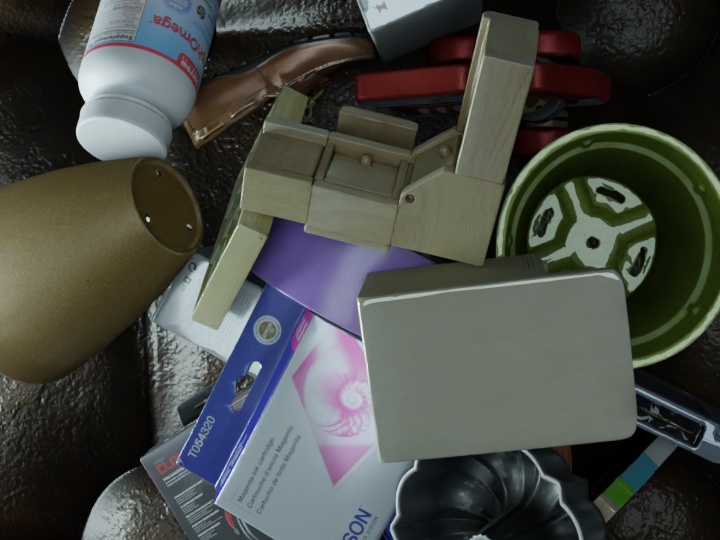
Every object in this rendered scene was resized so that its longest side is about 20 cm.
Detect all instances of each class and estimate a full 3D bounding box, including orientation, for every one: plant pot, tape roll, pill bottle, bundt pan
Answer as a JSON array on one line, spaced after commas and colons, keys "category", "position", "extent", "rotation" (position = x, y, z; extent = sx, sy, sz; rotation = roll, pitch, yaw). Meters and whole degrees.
[{"category": "plant pot", "position": [0.216, -0.024, 1.079], "extent": [0.198, 0.184, 0.203], "rotation": [0, 93, 4]}, {"category": "tape roll", "position": [0.000, 0.000, 1.090], "extent": [0.199, 0.200, 0.086], "rotation": [29, 94, 3]}, {"category": "plant pot", "position": [-0.245, -0.020, 1.083], "extent": [0.199, 0.186, 0.188], "rotation": [-25, 90, 29]}, {"category": "pill bottle", "position": [-0.195, -0.199, 1.106], "extent": [0.107, 0.109, 0.202], "rotation": [7, 64, 4]}, {"category": "bundt pan", "position": [0.123, 0.226, 0.996], "extent": [0.201, 0.075, 0.205], "rotation": [4, 96, 44]}]

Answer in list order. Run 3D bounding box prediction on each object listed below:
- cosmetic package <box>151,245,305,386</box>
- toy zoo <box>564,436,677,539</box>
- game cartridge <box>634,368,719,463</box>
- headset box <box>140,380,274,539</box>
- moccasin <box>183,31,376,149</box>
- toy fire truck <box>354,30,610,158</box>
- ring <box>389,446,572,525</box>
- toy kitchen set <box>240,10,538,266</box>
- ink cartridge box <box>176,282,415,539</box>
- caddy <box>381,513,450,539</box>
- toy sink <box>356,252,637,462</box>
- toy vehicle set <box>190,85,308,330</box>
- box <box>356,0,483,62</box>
[{"category": "cosmetic package", "position": [-0.083, 0.057, 1.144], "extent": [0.199, 0.113, 0.082], "rotation": [30, 96, 5]}, {"category": "toy zoo", "position": [0.221, 0.214, 1.090], "extent": [0.020, 0.199, 0.132], "rotation": [43, 121, 16]}, {"category": "game cartridge", "position": [0.247, 0.111, 1.107], "extent": [0.198, 0.133, 0.042], "rotation": [26, 93, 4]}, {"category": "headset box", "position": [-0.106, 0.204, 1.168], "extent": [0.148, 0.075, 0.201], "rotation": [-32, 90, 6]}, {"category": "moccasin", "position": [-0.077, -0.172, 1.154], "extent": [0.199, 0.074, 0.078], "rotation": [-22, 96, 4]}, {"category": "toy fire truck", "position": [0.113, -0.159, 1.077], "extent": [0.198, 0.167, 0.114], "rotation": [1, 93, 28]}, {"category": "ring", "position": [0.107, 0.187, 1.179], "extent": [0.198, 0.019, 0.203], "rotation": [0, 93, 6]}, {"category": "toy kitchen set", "position": [0.026, -0.138, 0.963], "extent": [0.198, 0.164, 0.182], "rotation": [13, 126, 2]}, {"category": "ink cartridge box", "position": [-0.044, 0.143, 1.067], "extent": [0.199, 0.043, 0.198], "rotation": [28, 99, 5]}, {"category": "caddy", "position": [0.067, 0.222, 1.121], "extent": [0.141, 0.105, 0.201], "rotation": [-33, 90, 6]}, {"category": "toy sink", "position": [0.106, 0.062, 0.944], "extent": [0.198, 0.112, 0.132], "rotation": [-8, 100, 7]}, {"category": "toy vehicle set", "position": [-0.096, -0.058, 1.066], "extent": [0.026, 0.201, 0.125], "rotation": [23, 131, -11]}, {"category": "box", "position": [0.035, -0.287, 1.076], "extent": [0.105, 0.200, 0.154], "rotation": [-22, 91, 5]}]
